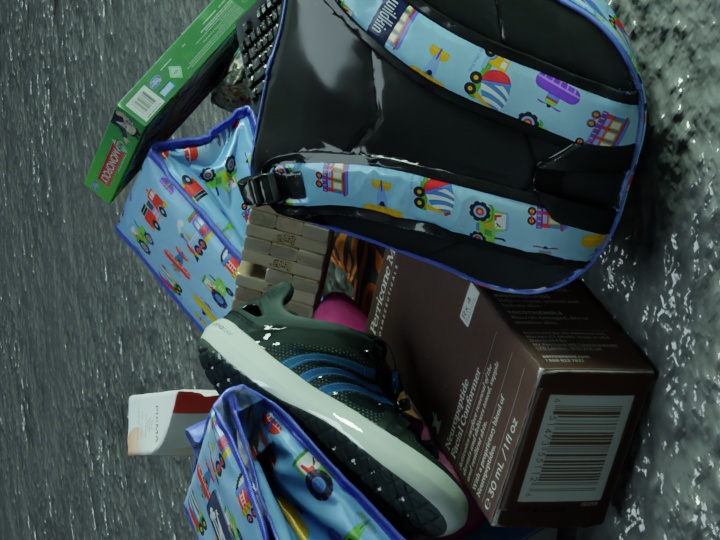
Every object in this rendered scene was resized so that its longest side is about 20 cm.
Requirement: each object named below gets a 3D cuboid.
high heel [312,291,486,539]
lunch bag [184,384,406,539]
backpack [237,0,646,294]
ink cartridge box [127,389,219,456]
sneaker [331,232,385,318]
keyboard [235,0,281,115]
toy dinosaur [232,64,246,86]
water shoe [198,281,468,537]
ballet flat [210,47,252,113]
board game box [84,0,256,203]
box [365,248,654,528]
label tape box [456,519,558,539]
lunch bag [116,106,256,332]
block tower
[{"bbox_3d":[0.030,0.075,1.074,0.096,0.067,0.201,-40,50,27],"label":"high heel"},{"bbox_3d":[-0.036,0.162,1.022,0.200,0.094,0.151,55,155,20],"label":"lunch bag"},{"bbox_3d":[0.058,-0.092,0.934,0.199,0.134,0.184,22,119,18],"label":"backpack"},{"bbox_3d":[-0.060,0.108,1.260,0.200,0.161,0.050,173,98,-69],"label":"ink cartridge box"},{"bbox_3d":[0.000,0.000,1.201,0.200,0.077,0.113,-160,69,-67],"label":"sneaker"},{"bbox_3d":[-0.030,-0.183,1.107,0.200,0.020,0.128,-32,61,56],"label":"keyboard"},{"bbox_3d":[-0.050,-0.144,1.211,0.088,0.047,0.200,101,150,-42],"label":"toy dinosaur"},{"bbox_3d":[-0.004,0.068,1.010,0.200,0.079,0.072,33,152,31],"label":"water shoe"},{"bbox_3d":[-0.068,-0.148,1.380,0.064,0.076,0.200,51,162,-2],"label":"ballet flat"},{"bbox_3d":[-0.132,-0.154,1.407,0.029,0.200,0.135,37,151,0],"label":"board game box"},{"bbox_3d":[0.076,0.043,1.007,0.200,0.074,0.101,-123,41,-55],"label":"box"},{"bbox_3d":[0.058,0.173,1.096,0.144,0.063,0.201,-138,47,-60],"label":"label tape box"},{"bbox_3d":[-0.092,0.004,1.391,0.201,0.094,0.151,60,155,11],"label":"lunch bag"},{"bbox_3d":[-0.045,-0.015,1.138,0.058,0.054,0.201,-70,-5,-51],"label":"block tower"}]
